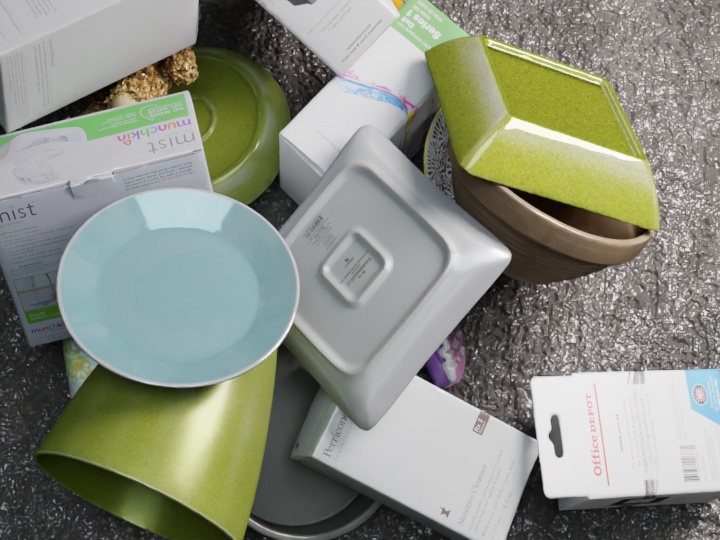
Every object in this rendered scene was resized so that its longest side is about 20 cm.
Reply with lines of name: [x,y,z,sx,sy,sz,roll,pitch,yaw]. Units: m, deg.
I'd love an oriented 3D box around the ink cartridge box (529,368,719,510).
ink cartridge box: [0.241,0.157,1.383,0.197,0.067,0.118,0,72,-18]

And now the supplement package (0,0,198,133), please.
supplement package: [-0.254,-0.235,1.306,0.198,0.120,0.122,-29,70,-21]

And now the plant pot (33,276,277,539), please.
plant pot: [-0.147,0.107,1.259,0.185,0.188,0.202,23,69,4]

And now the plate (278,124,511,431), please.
plate: [0.000,0.000,1.293,0.200,0.032,0.200,44,99,28]

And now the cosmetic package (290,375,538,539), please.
cosmetic package: [0.050,0.162,1.350,0.198,0.081,0.114,27,77,-15]

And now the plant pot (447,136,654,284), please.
plant pot: [0.155,-0.053,1.331,0.199,0.093,0.202,21,30,-13]

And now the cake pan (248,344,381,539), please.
cake pan: [-0.055,0.148,1.377,0.197,0.037,0.204,3,82,-19]

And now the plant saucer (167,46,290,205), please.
plant saucer: [-0.167,-0.142,1.470,0.197,0.031,0.203,-2,66,5]

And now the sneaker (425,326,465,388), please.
sneaker: [0.029,0.027,1.428,0.088,0.080,0.202,-28,92,13]

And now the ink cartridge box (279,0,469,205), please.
ink cartridge box: [0.014,-0.147,1.443,0.084,0.145,0.200,40,75,10]

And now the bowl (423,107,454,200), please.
bowl: [0.155,-0.086,1.460,0.197,0.094,0.204,1,73,-3]

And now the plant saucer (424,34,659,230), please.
plant saucer: [0.167,-0.135,1.316,0.197,0.048,0.201,15,34,-19]

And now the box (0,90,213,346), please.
box: [-0.226,-0.044,1.335,0.197,0.178,0.097,-14,43,-5]

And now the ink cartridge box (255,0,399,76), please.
ink cartridge box: [-0.069,-0.292,1.374,0.199,0.148,0.086,38,106,-25]

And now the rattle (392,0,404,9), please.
rattle: [-0.015,-0.364,1.551,0.141,0.131,0.202,6,46,-13]

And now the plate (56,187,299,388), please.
plate: [-0.148,0.016,1.217,0.197,0.026,0.202,4,52,-5]

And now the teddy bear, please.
teddy bear: [-0.209,-0.182,1.420,0.144,0.067,0.201,-35,30,23]

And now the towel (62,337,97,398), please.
towel: [-0.194,0.085,1.410,0.169,0.048,0.203,-11,74,-8]
